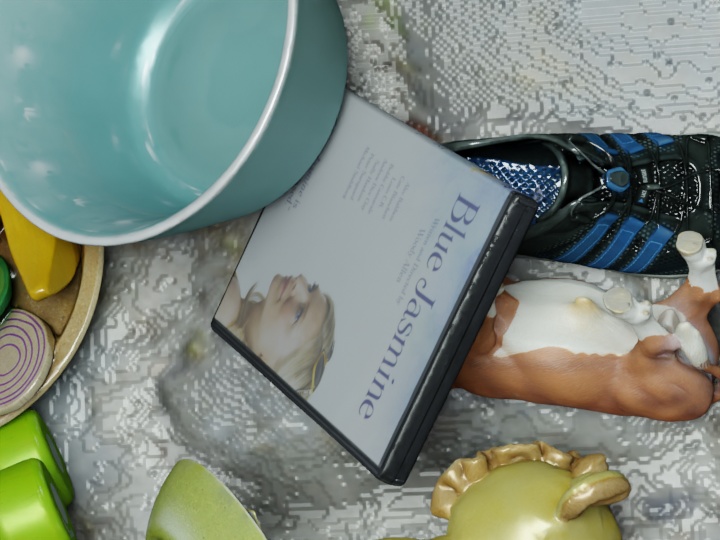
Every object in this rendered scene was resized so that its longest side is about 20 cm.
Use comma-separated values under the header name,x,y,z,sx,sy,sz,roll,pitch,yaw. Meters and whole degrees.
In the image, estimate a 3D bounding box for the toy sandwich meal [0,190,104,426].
name,x,y,z,sx,sy,sz,roll,pitch,yaw
toy sandwich meal,-0.226,-0.010,1.147,0.204,0.070,0.206,-5,72,17

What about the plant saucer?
name,x,y,z,sx,sy,sz,roll,pitch,yaw
plant saucer,-0.052,0.185,1.048,0.031,0.200,0.201,-26,79,-18

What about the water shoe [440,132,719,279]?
name,x,y,z,sx,sy,sz,roll,pitch,yaw
water shoe,0.117,-0.033,1.086,0.199,0.079,0.072,-3,85,12

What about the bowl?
name,x,y,z,sx,sy,sz,roll,pitch,yaw
bowl,-0.085,-0.103,1.106,0.200,0.105,0.202,-7,77,33

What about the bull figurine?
name,x,y,z,sx,sy,sz,roll,pitch,yaw
bull figurine,0.082,0.028,1.081,0.199,0.122,0.065,4,55,5

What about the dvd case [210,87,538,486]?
name,x,y,z,sx,sy,sz,roll,pitch,yaw
dvd case,0.000,0.000,1.067,0.200,0.017,0.143,36,102,56

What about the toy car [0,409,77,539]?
name,x,y,z,sx,sy,sz,roll,pitch,yaw
toy car,-0.198,0.202,1.126,0.164,0.158,0.201,-23,106,-3

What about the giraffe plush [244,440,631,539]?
name,x,y,z,sx,sy,sz,roll,pitch,yaw
giraffe plush,0.055,0.156,1.048,0.162,0.173,0.201,-29,117,-13
